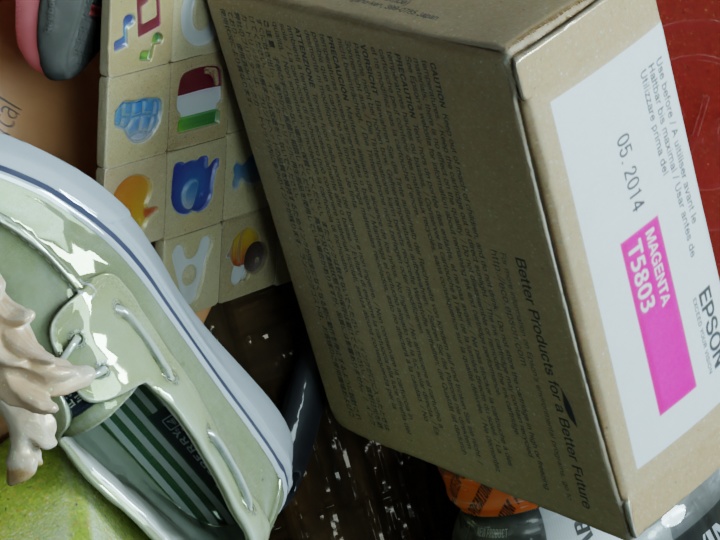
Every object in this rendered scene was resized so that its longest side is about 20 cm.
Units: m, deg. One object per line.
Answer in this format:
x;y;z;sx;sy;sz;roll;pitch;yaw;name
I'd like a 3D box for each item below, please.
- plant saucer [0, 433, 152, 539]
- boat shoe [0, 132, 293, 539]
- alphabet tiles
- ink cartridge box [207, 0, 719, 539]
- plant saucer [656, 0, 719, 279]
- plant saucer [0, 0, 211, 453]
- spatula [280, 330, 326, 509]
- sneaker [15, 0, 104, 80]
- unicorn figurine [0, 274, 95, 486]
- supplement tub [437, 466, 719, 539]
-0.119;0.187;1.073;0.200;0.048;0.200;-41;110;-14;plant saucer
-0.091;0.029;1.045;0.072;0.062;0.200;-35;117;21;boat shoe
-0.039;-0.085;1.103;0.166;0.006;0.200;-20;120;-50;alphabet tiles
0.043;-0.021;1.070;0.075;0.165;0.200;-35;125;-31;ink cartridge box
0.130;-0.057;1.128;0.037;0.199;0.200;-31;134;-63;plant saucer
-0.134;-0.028;1.088;0.200;0.032;0.201;0;90;-31;plant saucer
0.000;0.000;1.169;0.057;0.021;0.200;29;81;-56;spatula
-0.130;-0.164;1.065;0.087;0.074;0.201;-6;84;7;sneaker
-0.199;0.048;1.013;0.200;0.074;0.137;-35;101;2;unicorn figurine
0.114;0.140;1.184;0.122;0.122;0.200;-35;108;-25;supplement tub
